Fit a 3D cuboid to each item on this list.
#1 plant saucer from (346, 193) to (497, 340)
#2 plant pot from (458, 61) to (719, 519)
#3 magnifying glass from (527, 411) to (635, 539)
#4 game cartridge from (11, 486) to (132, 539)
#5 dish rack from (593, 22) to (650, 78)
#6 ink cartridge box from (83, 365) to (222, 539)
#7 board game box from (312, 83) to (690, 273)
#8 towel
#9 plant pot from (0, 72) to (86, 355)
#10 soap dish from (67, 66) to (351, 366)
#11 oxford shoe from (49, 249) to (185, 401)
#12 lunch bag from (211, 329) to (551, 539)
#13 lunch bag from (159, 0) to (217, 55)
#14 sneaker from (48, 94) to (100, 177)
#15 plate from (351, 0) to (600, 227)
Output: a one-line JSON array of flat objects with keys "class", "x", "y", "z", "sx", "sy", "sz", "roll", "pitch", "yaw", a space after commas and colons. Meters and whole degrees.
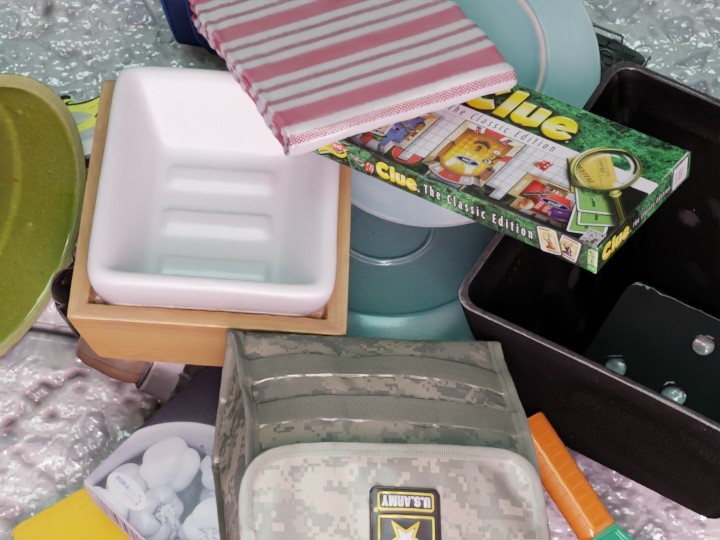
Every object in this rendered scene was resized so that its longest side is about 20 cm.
[{"class": "plant saucer", "x": 0.015, "y": -0.020, "z": 1.259, "sx": 0.198, "sy": 0.028, "sz": 0.201, "roll": 2, "pitch": 47, "yaw": -2}, {"class": "plant pot", "x": 0.194, "y": 0.032, "z": 1.202, "sx": 0.199, "sy": 0.178, "sz": 0.200, "roll": 25, "pitch": 63, "yaw": 21}, {"class": "magnifying glass", "x": 0.151, "y": 0.173, "z": 1.176, "sx": 0.079, "sy": 0.022, "sz": 0.201, "roll": -26, "pitch": 78, "yaw": -31}, {"class": "game cartridge", "x": -0.103, "y": 0.201, "z": 1.205, "sx": 0.176, "sy": 0.033, "sz": 0.200, "roll": -28, "pitch": 58, "yaw": -14}, {"class": "dish rack", "x": 0.107, "y": -0.139, "z": 1.356, "sx": 0.153, "sy": 0.055, "sz": 0.200, "roll": 23, "pitch": 40, "yaw": 19}, {"class": "ink cartridge box", "x": -0.027, "y": 0.127, "z": 1.190, "sx": 0.198, "sy": 0.043, "sz": 0.200, "roll": 40, "pitch": 72, "yaw": 22}, {"class": "board game box", "x": 0.078, "y": -0.069, "z": 1.151, "sx": 0.199, "sy": 0.024, "sz": 0.105, "roll": 24, "pitch": 45, "yaw": 28}, {"class": "towel", "x": -0.009, "y": -0.135, "z": 1.203, "sx": 0.145, "sy": 0.030, "sz": 0.200, "roll": -18, "pitch": 38, "yaw": -14}, {"class": "plant pot", "x": -0.313, "y": -0.056, "z": 1.299, "sx": 0.189, "sy": 0.201, "sz": 0.200, "roll": 22, "pitch": 61, "yaw": 30}, {"class": "soap dish", "x": -0.085, "y": -0.029, "z": 1.185, "sx": 0.156, "sy": 0.082, "sz": 0.201, "roll": 4, "pitch": 47, "yaw": -3}, {"class": "oxford shoe", "x": -0.151, "y": 0.001, "z": 1.262, "sx": 0.084, "sy": 0.073, "sz": 0.200, "roll": 19, "pitch": 21, "yaw": -15}, {"class": "lunch bag", "x": 0.009, "y": 0.127, "z": 1.049, "sx": 0.163, "sy": 0.118, "sz": 0.201, "roll": 3, "pitch": 33, "yaw": -11}, {"class": "lunch bag", "x": -0.081, "y": -0.237, "z": 1.375, "sx": 0.131, "sy": 0.200, "sz": 0.137, "roll": 12, "pitch": 64, "yaw": 14}, {"class": "sneaker", "x": -0.123, "y": -0.107, "z": 1.370, "sx": 0.198, "sy": 0.076, "sz": 0.077, "roll": -11, "pitch": 58, "yaw": -5}, {"class": "plate", "x": 0.052, "y": -0.125, "z": 1.264, "sx": 0.199, "sy": 0.026, "sz": 0.202, "roll": -4, "pitch": 70, "yaw": 12}]
